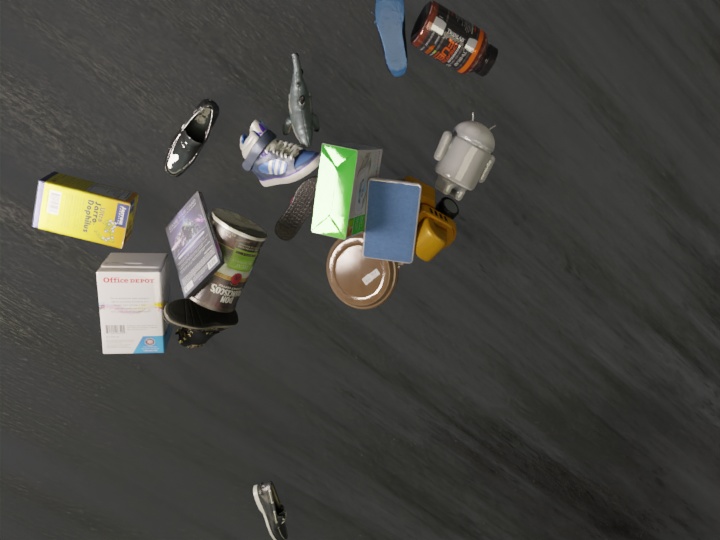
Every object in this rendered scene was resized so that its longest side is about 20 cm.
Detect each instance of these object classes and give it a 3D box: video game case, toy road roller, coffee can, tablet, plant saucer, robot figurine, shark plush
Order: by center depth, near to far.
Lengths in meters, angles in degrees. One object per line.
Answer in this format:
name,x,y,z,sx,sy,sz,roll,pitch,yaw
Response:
shark plush,-0.129,-0.391,1.441,0.088,0.083,0.205,4,108,-11
video game case,-0.387,-0.060,1.444,0.142,0.203,0.019,-39,150,28
tablet,0.073,-0.116,1.480,0.127,0.014,0.205,7,117,6
coffee can,-0.329,-0.025,1.496,0.144,0.147,0.203,23,103,-16
toy road roller,0.145,-0.118,1.522,0.197,0.148,0.123,26,134,-20
robot figurine,0.256,-0.278,1.529,0.167,0.113,0.203,19,105,-32
plant saucer,0.000,0.000,1.573,0.195,0.029,0.206,4,100,20

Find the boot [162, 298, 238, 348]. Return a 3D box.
boot,-0.415,0.137,1.512,0.153,0.075,0.201,-34,154,33

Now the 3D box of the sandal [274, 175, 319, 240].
sandal,-0.144,-0.161,1.543,0.075,0.045,0.200,38,113,-13

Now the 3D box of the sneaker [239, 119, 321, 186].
sneaker,-0.194,-0.280,1.429,0.197,0.081,0.148,-8,124,37

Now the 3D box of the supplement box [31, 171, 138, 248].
supplement box,-0.625,-0.139,1.426,0.195,0.109,0.112,14,106,-14

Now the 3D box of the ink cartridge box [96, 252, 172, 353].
ink cartridge box,-0.535,0.075,1.493,0.143,0.146,0.205,1,109,-9

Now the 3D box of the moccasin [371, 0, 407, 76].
moccasin,0.066,-0.552,1.432,0.078,0.068,0.205,-4,108,0

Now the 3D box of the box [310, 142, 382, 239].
box,-0.032,-0.192,1.465,0.095,0.176,0.205,14,105,19

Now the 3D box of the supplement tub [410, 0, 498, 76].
supplement tub,0.221,-0.529,1.444,0.196,0.107,0.109,23,104,-16

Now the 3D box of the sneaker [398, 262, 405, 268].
sneaker,0.052,-0.023,1.604,0.088,0.074,0.200,45,105,-4

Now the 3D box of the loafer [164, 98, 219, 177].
loafer,-0.392,-0.303,1.432,0.067,0.071,0.202,32,101,-18

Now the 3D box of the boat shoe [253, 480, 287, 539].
boat shoe,-0.244,0.696,1.790,0.059,0.076,0.204,-20,111,4
